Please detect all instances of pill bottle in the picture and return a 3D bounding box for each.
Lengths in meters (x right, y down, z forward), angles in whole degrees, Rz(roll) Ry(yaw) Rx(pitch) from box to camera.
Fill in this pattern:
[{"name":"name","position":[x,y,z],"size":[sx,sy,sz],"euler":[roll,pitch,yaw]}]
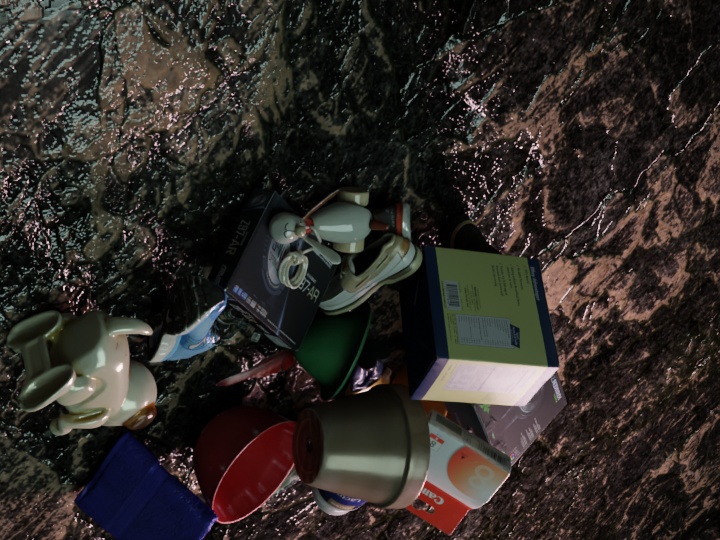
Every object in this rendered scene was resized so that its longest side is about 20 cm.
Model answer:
[{"name":"pill bottle","position":[-0.019,0.372,1.641],"size":[0.114,0.117,0.201],"euler":[-15,154,-29]}]

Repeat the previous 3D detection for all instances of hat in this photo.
[{"name":"hat","position":[-0.097,0.103,1.430],"size":[0.174,0.202,0.166],"euler":[27,137,-12]}]

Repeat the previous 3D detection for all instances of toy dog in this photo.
[{"name":"toy dog","position":[-0.034,-0.060,1.286],"size":[0.200,0.095,0.134],"euler":[-40,129,-42]},{"name":"toy dog","position":[-0.353,0.138,1.211],"size":[0.193,0.140,0.201],"euler":[-35,145,-6]}]

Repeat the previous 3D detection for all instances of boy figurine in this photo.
[{"name":"boy figurine","position":[0.007,0.227,1.621],"size":[0.123,0.064,0.203],"euler":[-25,134,-36]}]

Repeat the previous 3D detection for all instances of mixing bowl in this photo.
[{"name":"mixing bowl","position":[-0.200,0.299,1.459],"size":[0.200,0.108,0.202],"euler":[-39,148,-30]}]

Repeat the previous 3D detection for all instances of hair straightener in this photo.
[{"name":"hair straightener","position":[-0.165,0.066,1.339],"size":[0.041,0.077,0.199],"euler":[-41,141,12]}]

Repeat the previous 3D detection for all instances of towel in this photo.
[{"name":"towel","position":[-0.327,0.363,1.374],"size":[0.148,0.199,0.050],"euler":[-51,173,12]}]

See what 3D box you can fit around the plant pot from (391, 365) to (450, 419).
[{"name":"plant pot","position":[0.155,0.251,1.648],"size":[0.198,0.182,0.204],"euler":[-13,110,-37]}]

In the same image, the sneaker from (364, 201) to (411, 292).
[{"name":"sneaker","position":[0.043,-0.038,1.450],"size":[0.080,0.078,0.202],"euler":[-2,140,3]}]

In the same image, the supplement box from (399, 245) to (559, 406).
[{"name":"supplement box","position":[0.179,0.088,1.394],"size":[0.196,0.203,0.135],"euler":[6,145,-15]}]

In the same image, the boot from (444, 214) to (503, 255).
[{"name":"boot","position":[0.215,0.015,1.563],"size":[0.077,0.138,0.201],"euler":[-36,139,-9]}]

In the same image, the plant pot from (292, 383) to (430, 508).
[{"name":"plant pot","position":[-0.009,0.281,1.435],"size":[0.171,0.201,0.202],"euler":[7,119,-30]}]

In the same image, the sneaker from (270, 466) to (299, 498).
[{"name":"sneaker","position":[-0.135,0.339,1.598],"size":[0.199,0.087,0.077],"euler":[-40,167,26]}]

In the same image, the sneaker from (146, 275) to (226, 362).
[{"name":"sneaker","position":[-0.229,0.069,1.246],"size":[0.089,0.080,0.200],"euler":[8,151,-32]}]

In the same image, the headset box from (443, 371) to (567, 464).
[{"name":"headset box","position":[0.242,0.219,1.529],"size":[0.200,0.092,0.176],"euler":[-40,125,-24]}]

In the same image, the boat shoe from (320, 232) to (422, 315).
[{"name":"boat shoe","position":[0.000,0.000,1.397],"size":[0.199,0.075,0.068],"euler":[-32,128,27]}]

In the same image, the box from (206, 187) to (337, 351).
[{"name":"box","position":[-0.123,0.002,1.301],"size":[0.200,0.043,0.162],"euler":[49,60,-49]}]

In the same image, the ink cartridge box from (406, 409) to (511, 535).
[{"name":"ink cartridge box","position":[0.132,0.349,1.486],"size":[0.201,0.161,0.050],"euler":[-58,-178,24]}]
